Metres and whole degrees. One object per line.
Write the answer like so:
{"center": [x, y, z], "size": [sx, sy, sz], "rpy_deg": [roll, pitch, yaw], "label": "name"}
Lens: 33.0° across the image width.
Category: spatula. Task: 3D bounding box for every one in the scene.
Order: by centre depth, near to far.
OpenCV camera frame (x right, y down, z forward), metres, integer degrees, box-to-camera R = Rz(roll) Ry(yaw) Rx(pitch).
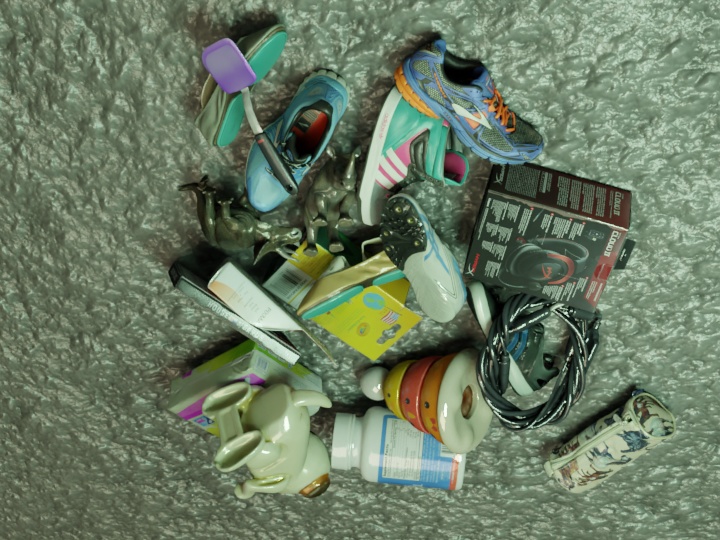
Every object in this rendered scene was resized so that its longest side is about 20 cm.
{"center": [-0.124, -0.177, 1.434], "size": [0.056, 0.021, 0.202], "rpy_deg": [-17, 107, 34], "label": "spatula"}

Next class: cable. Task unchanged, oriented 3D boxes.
{"center": [0.231, 0.123, 1.615], "size": [0.161, 0.051, 0.203], "rpy_deg": [20, 102, -26], "label": "cable"}

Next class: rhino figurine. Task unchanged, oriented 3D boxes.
{"center": [-0.034, -0.096, 1.519], "size": [0.059, 0.089, 0.200], "rpy_deg": [6, 154, -11], "label": "rhino figurine"}

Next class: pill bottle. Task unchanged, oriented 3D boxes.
{"center": [0.058, 0.261, 1.811], "size": [0.196, 0.113, 0.113], "rpy_deg": [5, 133, 4], "label": "pill bottle"}

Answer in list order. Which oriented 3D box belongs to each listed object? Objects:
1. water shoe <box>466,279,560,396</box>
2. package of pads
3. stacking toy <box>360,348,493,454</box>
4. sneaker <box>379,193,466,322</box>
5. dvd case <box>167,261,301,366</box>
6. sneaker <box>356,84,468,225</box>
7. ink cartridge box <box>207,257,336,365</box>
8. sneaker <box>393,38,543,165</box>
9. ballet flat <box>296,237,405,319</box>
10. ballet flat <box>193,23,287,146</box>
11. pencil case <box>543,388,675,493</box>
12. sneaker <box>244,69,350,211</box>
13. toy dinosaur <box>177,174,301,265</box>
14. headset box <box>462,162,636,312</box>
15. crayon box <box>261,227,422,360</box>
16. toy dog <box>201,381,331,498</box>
{"center": [0.207, 0.079, 1.657], "size": [0.078, 0.072, 0.201], "rpy_deg": [-28, 121, 4], "label": "water shoe"}
{"center": [-0.172, 0.189, 1.843], "size": [0.198, 0.069, 0.154], "rpy_deg": [-27, 133, 35], "label": "package of pads"}
{"center": [0.083, 0.178, 1.752], "size": [0.197, 0.147, 0.147], "rpy_deg": [5, 135, 36], "label": "stacking toy"}
{"center": [0.080, -0.023, 1.526], "size": [0.071, 0.073, 0.201], "rpy_deg": [0, 135, 31], "label": "sneaker"}
{"center": [-0.179, 0.059, 1.708], "size": [0.199, 0.150, 0.025], "rpy_deg": [34, 90, -15], "label": "dvd case"}
{"center": [0.070, -0.122, 1.496], "size": [0.119, 0.084, 0.202], "rpy_deg": [23, 134, 9], "label": "sneaker"}
{"center": [-0.122, 0.066, 1.657], "size": [0.050, 0.162, 0.200], "rpy_deg": [-45, 96, -2], "label": "ink cartridge box"}
{"center": [0.135, -0.193, 1.414], "size": [0.198, 0.076, 0.079], "rpy_deg": [31, 130, -14], "label": "sneaker"}
{"center": [0.000, 0.000, 1.595], "size": [0.197, 0.064, 0.069], "rpy_deg": [-23, 168, -6], "label": "ballet flat"}
{"center": [-0.154, -0.235, 1.475], "size": [0.064, 0.067, 0.201], "rpy_deg": [47, 132, 15], "label": "ballet flat"}
{"center": [0.353, 0.248, 1.742], "size": [0.088, 0.079, 0.200], "rpy_deg": [17, 139, -29], "label": "pencil case"}
{"center": [-0.088, -0.150, 1.486], "size": [0.078, 0.090, 0.201], "rpy_deg": [29, 120, -10], "label": "sneaker"}
{"center": [-0.176, -0.064, 1.592], "size": [0.197, 0.077, 0.104], "rpy_deg": [12, 122, 29], "label": "toy dinosaur"}
{"center": [0.241, -0.041, 1.516], "size": [0.197, 0.076, 0.150], "rpy_deg": [15, 134, 3], "label": "headset box"}
{"center": [-0.021, 0.028, 1.679], "size": [0.199, 0.051, 0.127], "rpy_deg": [36, 132, -15], "label": "crayon box"}
{"center": [-0.116, 0.250, 1.775], "size": [0.192, 0.140, 0.201], "rpy_deg": [-33, 137, -1], "label": "toy dog"}
